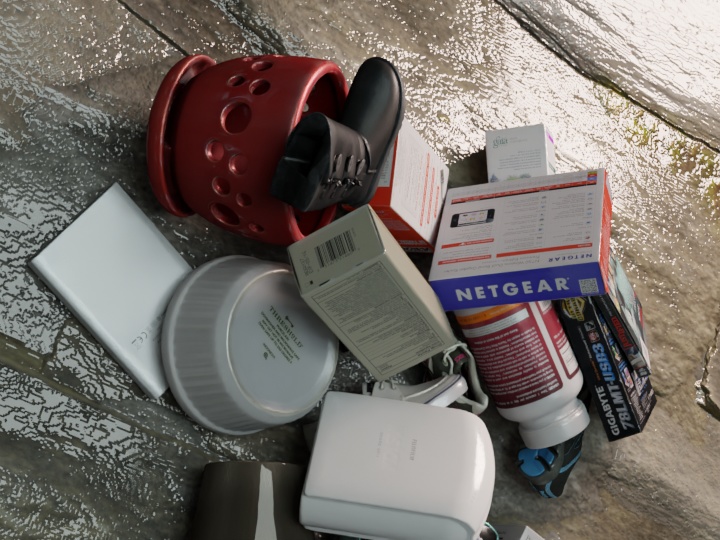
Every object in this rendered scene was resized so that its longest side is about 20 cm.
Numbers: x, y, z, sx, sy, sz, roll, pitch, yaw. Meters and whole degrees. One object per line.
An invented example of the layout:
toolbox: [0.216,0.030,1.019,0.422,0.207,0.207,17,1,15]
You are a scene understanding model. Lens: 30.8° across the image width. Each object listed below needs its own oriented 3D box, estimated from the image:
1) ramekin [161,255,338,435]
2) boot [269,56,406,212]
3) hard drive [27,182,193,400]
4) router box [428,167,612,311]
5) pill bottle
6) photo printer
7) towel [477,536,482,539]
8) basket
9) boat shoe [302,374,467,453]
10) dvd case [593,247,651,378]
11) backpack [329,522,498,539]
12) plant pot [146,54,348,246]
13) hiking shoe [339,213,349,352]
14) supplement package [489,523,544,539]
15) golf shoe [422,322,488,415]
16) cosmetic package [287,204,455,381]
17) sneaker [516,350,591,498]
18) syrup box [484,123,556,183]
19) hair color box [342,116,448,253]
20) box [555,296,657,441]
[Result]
ramekin: [-0.112,0.081,1.430,0.201,0.094,0.205,4,83,-41]
boot: [-0.021,-0.143,1.321,0.200,0.065,0.167,-6,107,-69]
hard drive: [-0.248,0.023,1.425,0.200,0.026,0.132,50,63,-13]
router box: [0.189,-0.037,1.524,0.180,0.198,0.049,-73,150,-48]
pill bottle: [0.197,0.106,1.566,0.112,0.113,0.201,-28,98,-29]
photo printer: [0.044,0.214,1.397,0.198,0.070,0.167,8,41,5]
towel: [0.053,0.363,1.374,0.198,0.024,0.148,-12,83,-20]
basket: [-0.115,0.311,1.398,0.179,0.136,0.202,7,75,-18]
boat shoe: [0.026,0.158,1.509,0.199,0.071,0.070,-27,88,0]
dvd case: [0.309,0.017,1.623,0.201,0.022,0.147,55,24,-28]
backpack: [0.039,0.357,1.461,0.175,0.153,0.201,26,62,-17]
plant pot: [-0.123,-0.134,1.401,0.181,0.201,0.202,8,74,15]
hiking shoe: [0.000,0.000,1.495,0.074,0.201,0.086,39,51,24]
supplement package: [0.161,0.414,1.546,0.114,0.109,0.201,38,66,-19]
golf shoe: [0.096,0.086,1.575,0.077,0.088,0.201,-30,96,-28]
cosmetic package: [0.014,0.028,1.395,0.200,0.103,0.074,52,15,-51]
sneaker: [0.254,0.194,1.668,0.201,0.073,0.082,-62,141,-27]
syrup box: [0.208,-0.078,1.649,0.081,0.078,0.202,22,64,-72]
hair color box: [0.044,-0.098,1.523,0.200,0.063,0.112,36,58,-65]
box: [0.312,0.097,1.647,0.200,0.049,0.200,68,19,1]
